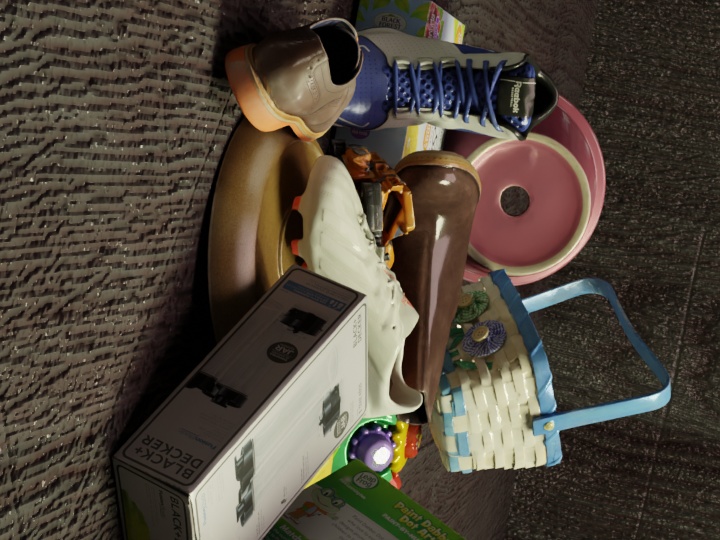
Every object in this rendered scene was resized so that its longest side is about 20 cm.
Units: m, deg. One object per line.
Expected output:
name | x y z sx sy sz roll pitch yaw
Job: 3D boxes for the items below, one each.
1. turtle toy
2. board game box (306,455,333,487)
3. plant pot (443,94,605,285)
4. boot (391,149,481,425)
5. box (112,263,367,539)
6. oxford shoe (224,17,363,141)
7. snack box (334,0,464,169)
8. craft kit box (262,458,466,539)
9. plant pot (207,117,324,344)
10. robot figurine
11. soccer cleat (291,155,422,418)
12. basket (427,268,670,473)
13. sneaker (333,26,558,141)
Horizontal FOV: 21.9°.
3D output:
turtle toy | -0.004 0.153 1.573 0.146 0.100 0.202 75 27 -64
board game box | -0.073 0.199 1.350 0.153 0.040 0.202 -42 144 -56
plant pot | 0.136 -0.074 1.708 0.179 0.198 0.202 -104 -158 -78
boot | 0.055 0.016 1.448 0.200 0.071 0.168 92 1 -65
box | -0.071 0.104 1.184 0.200 0.060 0.117 -49 151 -37
oxford shoe | -0.025 -0.131 1.244 0.072 0.072 0.200 65 15 -3
snack box | 0.029 -0.124 1.573 0.169 0.067 0.202 0 102 -78
craft kit box | -0.009 0.223 1.201 0.196 0.199 0.049 -26 133 -34
plant pot | -0.054 -0.014 1.287 0.200 0.027 0.203 2 90 -70
robot figurine | 0.000 0.000 1.413 0.145 0.058 0.202 -125 -144 -61
soccer cleat | 0.002 0.012 1.295 0.069 0.077 0.202 -56 144 -55
basket | 0.146 0.082 1.579 0.177 0.198 0.140 -118 -161 -56
sneaker | 0.075 -0.145 1.436 0.115 0.198 0.082 14 -78 60
